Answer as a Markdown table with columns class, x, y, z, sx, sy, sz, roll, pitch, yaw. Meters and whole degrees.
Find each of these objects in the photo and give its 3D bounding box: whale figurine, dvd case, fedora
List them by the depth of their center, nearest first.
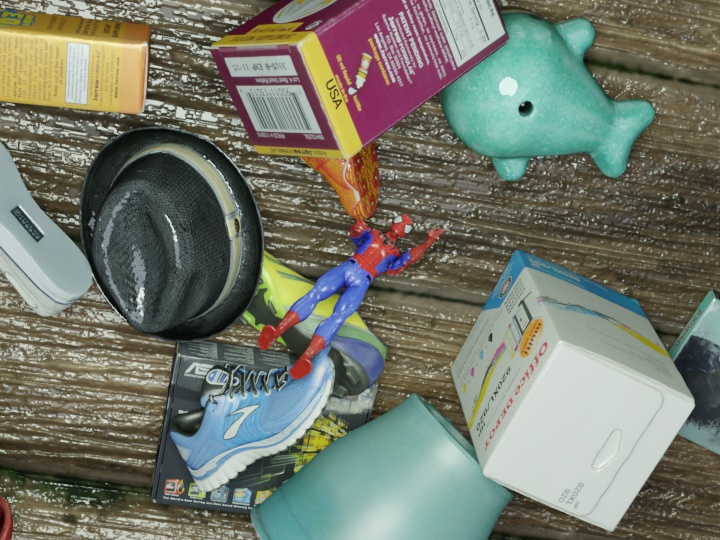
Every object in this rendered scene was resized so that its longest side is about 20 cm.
| class | x | y | z | sx | sy | sz | roll | pitch | yaw |
| --- | --- | --- | --- | --- | --- | --- | --- | --- | --- |
| whale figurine | 0.167 | -0.143 | 1.252 | 0.198 | 0.104 | 0.160 | 24 | 109 | -15 |
| fedora | -0.180 | -0.020 | 1.252 | 0.198 | 0.092 | 0.204 | 5 | 109 | 14 |
| dvd case | 0.393 | 0.123 | 1.434 | 0.198 | 0.022 | 0.147 | 26 | 109 | -16 |

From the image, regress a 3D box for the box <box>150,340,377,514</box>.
| class | x | y | z | sx | sy | sz | roll | pitch | yaw |
| --- | --- | --- | --- | --- | --- | --- | --- | --- | --- |
| box | -0.095 | 0.158 | 1.388 | 0.197 | 0.049 | 0.163 | 10 | 109 | -11 |

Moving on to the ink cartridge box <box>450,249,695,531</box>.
| class | x | y | z | sx | sy | sz | roll | pitch | yaw |
| --- | --- | --- | --- | --- | --- | --- | --- | --- | --- |
| ink cartridge box | 0.187 | 0.105 | 1.308 | 0.143 | 0.201 | 0.148 | 23 | 110 | -15 |

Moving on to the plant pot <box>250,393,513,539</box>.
| class | x | y | z | sx | sy | sz | roll | pitch | yaw |
| --- | --- | --- | --- | --- | --- | --- | --- | --- | --- |
| plant pot | 0.032 | 0.223 | 1.312 | 0.188 | 0.200 | 0.200 | -46 | 110 | 2 |

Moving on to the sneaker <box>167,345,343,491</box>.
| class | x | y | z | sx | sy | sz | roll | pitch | yaw |
| --- | --- | --- | --- | --- | --- | --- | --- | --- | --- |
| sneaker | -0.100 | 0.122 | 1.293 | 0.199 | 0.079 | 0.089 | -34 | 103 | 24 |

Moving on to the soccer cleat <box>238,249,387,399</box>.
| class | x | y | z | sx | sy | sz | roll | pitch | yaw |
| --- | --- | --- | --- | --- | --- | --- | --- | --- | --- |
| soccer cleat | -0.057 | 0.033 | 1.335 | 0.200 | 0.084 | 0.065 | 44 | 134 | -3 |

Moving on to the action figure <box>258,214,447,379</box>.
| class | x | y | z | sx | sy | sz | roll | pitch | yaw |
| --- | --- | --- | --- | --- | --- | --- | --- | --- | --- |
| action figure | 0.000 | 0.000 | 1.256 | 0.065 | 0.200 | 0.099 | 42 | 141 | 0 |

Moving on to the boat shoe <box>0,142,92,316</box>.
| class | x | y | z | sx | sy | sz | roll | pitch | yaw |
| --- | --- | --- | --- | --- | --- | --- | --- | --- | --- |
| boat shoe | -0.327 | -0.042 | 1.267 | 0.086 | 0.075 | 0.203 | -34 | 100 | 37 |

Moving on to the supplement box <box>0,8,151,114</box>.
| class | x | y | z | sx | sy | sz | roll | pitch | yaw |
| --- | --- | --- | --- | --- | --- | --- | --- | --- | --- |
| supplement box | -0.279 | -0.181 | 1.213 | 0.197 | 0.067 | 0.070 | 3 | 113 | -7 |

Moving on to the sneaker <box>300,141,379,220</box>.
| class | x | y | z | sx | sy | sz | roll | pitch | yaw |
| --- | --- | --- | --- | --- | --- | --- | --- | --- | --- |
| sneaker | -0.041 | -0.133 | 1.267 | 0.076 | 0.073 | 0.202 | -15 | 114 | 27 |

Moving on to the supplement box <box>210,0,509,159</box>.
| class | x | y | z | sx | sy | sz | roll | pitch | yaw |
| --- | --- | --- | --- | --- | --- | --- | --- | --- | --- |
| supplement box | 0.001 | -0.184 | 1.155 | 0.199 | 0.130 | 0.104 | -38 | 117 | -29 |

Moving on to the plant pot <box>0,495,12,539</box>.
| class | x | y | z | sx | sy | sz | roll | pitch | yaw |
| --- | --- | --- | --- | --- | --- | --- | --- | --- | --- |
| plant pot | -0.429 | 0.210 | 1.299 | 0.198 | 0.201 | 0.185 | -15 | 118 | 1 |
